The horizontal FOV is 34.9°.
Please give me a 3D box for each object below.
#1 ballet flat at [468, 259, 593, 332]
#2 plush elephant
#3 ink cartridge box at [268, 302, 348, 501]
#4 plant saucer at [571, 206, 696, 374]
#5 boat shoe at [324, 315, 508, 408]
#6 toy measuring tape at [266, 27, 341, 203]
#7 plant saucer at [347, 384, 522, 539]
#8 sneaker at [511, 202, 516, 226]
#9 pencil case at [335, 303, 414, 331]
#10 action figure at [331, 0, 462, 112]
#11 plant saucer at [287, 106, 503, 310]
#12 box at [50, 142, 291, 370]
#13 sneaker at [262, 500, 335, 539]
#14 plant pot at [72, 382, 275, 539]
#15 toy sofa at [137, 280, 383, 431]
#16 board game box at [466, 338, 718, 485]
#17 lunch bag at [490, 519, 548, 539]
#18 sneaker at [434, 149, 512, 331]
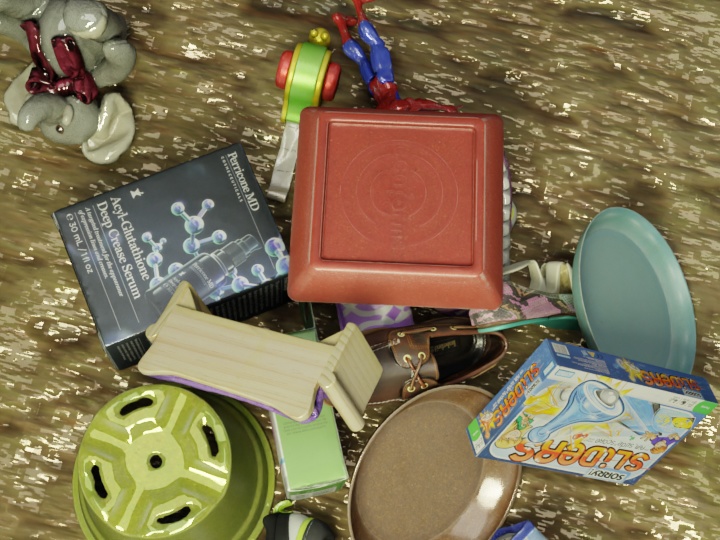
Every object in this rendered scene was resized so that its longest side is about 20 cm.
[{"bbox_3d":[0.178,0.025,1.131,0.200,0.069,0.071,3,81,-46],"label":"ballet flat"},{"bbox_3d":[-0.306,-0.198,1.177,0.164,0.200,0.155,15,96,14],"label":"plush elephant"},{"bbox_3d":[-0.063,0.118,1.118,0.059,0.104,0.201,-11,75,-7],"label":"ink cartridge box"},{"bbox_3d":[0.272,0.036,1.155,0.200,0.027,0.201,17,63,-39],"label":"plant saucer"},{"bbox_3d":[0.052,0.085,1.083,0.200,0.070,0.071,-18,107,-33],"label":"boat shoe"},{"bbox_3d":[-0.065,-0.174,1.221,0.073,0.074,0.201,15,73,0],"label":"toy measuring tape"},{"bbox_3d":[0.066,0.199,1.094,0.200,0.037,0.201,-9,108,-29],"label":"plant saucer"},{"bbox_3d":[0.067,-0.074,1.197,0.199,0.076,0.076,11,72,-2],"label":"sneaker"},{"bbox_3d":[0.000,0.000,1.139,0.085,0.084,0.201,-17,96,-22],"label":"pencil case"},{"bbox_3d":[0.042,-0.204,1.236,0.099,0.065,0.200,5,57,-33],"label":"action figure"},{"bbox_3d":[0.036,-0.067,1.069,0.199,0.037,0.200,3,71,0],"label":"plant saucer"},{"bbox_3d":[-0.182,-0.013,1.147,0.200,0.107,0.149,-22,76,-11],"label":"box"},{"bbox_3d":[-0.090,0.320,1.087,0.083,0.072,0.200,15,71,21],"label":"sneaker"},{"bbox_3d":[-0.179,0.183,1.050,0.200,0.184,0.201,1,73,-3],"label":"plant pot"},{"bbox_3d":[-0.091,0.087,1.009,0.199,0.083,0.098,12,61,28],"label":"toy sofa"},{"bbox_3d":[0.218,0.137,1.078,0.200,0.135,0.035,14,39,-28],"label":"board game box"},{"bbox_3d":[0.133,0.361,1.053,0.170,0.124,0.200,43,69,6],"label":"lunch bag"},{"bbox_3d":[0.109,-0.034,1.156,0.088,0.081,0.201,4,109,9],"label":"sneaker"}]
